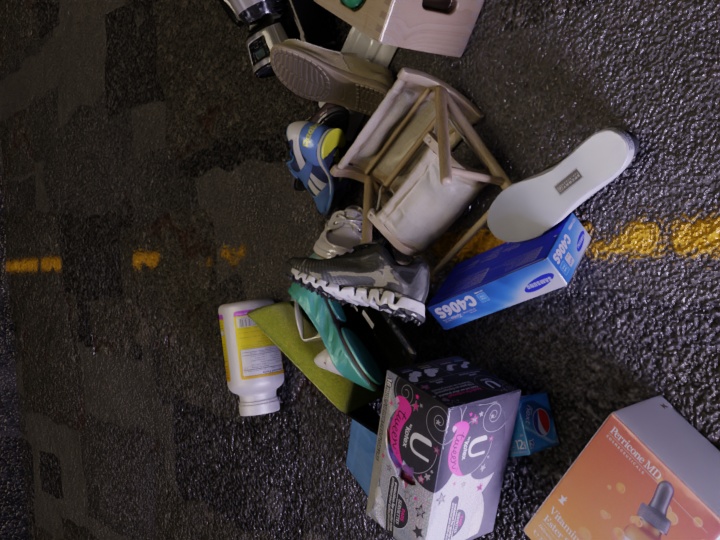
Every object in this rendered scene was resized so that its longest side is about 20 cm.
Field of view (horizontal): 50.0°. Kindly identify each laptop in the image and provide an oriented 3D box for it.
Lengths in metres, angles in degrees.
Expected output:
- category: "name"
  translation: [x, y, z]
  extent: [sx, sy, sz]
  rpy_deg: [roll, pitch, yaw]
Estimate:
- category: "laptop"
  translation: [-0.020, 0.256, 1.163]
  extent: [0.116, 0.200, 0.187]
  rpy_deg: [-51, 30, -1]
- category: "laptop"
  translation: [0.044, 0.090, 1.069]
  extent: [0.178, 0.103, 0.201]
  rpy_deg: [53, 148, 30]

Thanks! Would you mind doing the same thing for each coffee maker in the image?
- category: "coffee maker"
  translation: [-0.120, -0.426, 1.221]
  extent: [0.201, 0.191, 0.135]
  rpy_deg: [66, 161, -10]

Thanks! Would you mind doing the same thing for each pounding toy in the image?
- category: "pounding toy"
  translation: [0.050, -0.374, 0.984]
  extent: [0.184, 0.199, 0.143]
  rpy_deg: [43, 124, 37]

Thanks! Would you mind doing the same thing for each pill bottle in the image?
- category: "pill bottle"
  translation: [-0.194, 0.155, 1.395]
  extent: [0.104, 0.104, 0.202]
  rpy_deg: [-11, 86, 49]

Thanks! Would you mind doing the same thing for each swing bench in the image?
- category: "swing bench"
  translation: [0.077, -0.122, 1.033]
  extent: [0.199, 0.129, 0.201]
  rpy_deg: [-49, 45, 41]

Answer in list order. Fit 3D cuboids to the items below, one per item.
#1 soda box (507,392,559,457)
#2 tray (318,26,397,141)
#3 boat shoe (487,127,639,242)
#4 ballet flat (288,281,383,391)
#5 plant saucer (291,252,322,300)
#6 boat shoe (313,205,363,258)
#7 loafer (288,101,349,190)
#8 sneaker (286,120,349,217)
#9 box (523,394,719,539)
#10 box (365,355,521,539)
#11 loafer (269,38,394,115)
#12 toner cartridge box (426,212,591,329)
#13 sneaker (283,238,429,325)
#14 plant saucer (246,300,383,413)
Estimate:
- category: "soda box"
  translation: [0.158, 0.211, 1.022]
  extent: [0.199, 0.064, 0.068]
  rpy_deg: [-22, 78, 48]
- category: "tray"
  translation: [-0.008, -0.311, 1.195]
  extent: [0.108, 0.022, 0.201]
  rpy_deg: [53, 130, 31]
- category: "boat shoe"
  translation: [0.236, -0.100, 0.899]
  extent: [0.200, 0.066, 0.070]
  rpy_deg: [-42, 75, 38]
- category: "ballet flat"
  translation: [-0.039, 0.088, 1.026]
  extent: [0.070, 0.067, 0.201]
  rpy_deg: [-37, 63, 15]
- category: "plant saucer"
  translation: [-0.060, 0.062, 1.282]
  extent: [0.199, 0.036, 0.202]
  rpy_deg: [6, 98, 49]
- category: "boat shoe"
  translation: [-0.023, -0.058, 1.135]
  extent: [0.200, 0.070, 0.070]
  rpy_deg: [-84, 14, -74]
- category: "loafer"
  translation: [-0.077, -0.208, 1.232]
  extent: [0.063, 0.071, 0.200]
  rpy_deg: [66, 149, 23]
- category: "sneaker"
  translation: [-0.064, -0.158, 1.177]
  extent: [0.082, 0.074, 0.200]
  rpy_deg: [22, 153, 14]
- category: "box"
  translation: [0.300, 0.263, 0.832]
  extent: [0.152, 0.106, 0.201]
  rpy_deg: [48, 127, 35]
- category: "box"
  translation: [0.099, 0.224, 0.943]
  extent: [0.114, 0.132, 0.201]
  rpy_deg: [24, 112, 47]
- category: "loafer"
  translation: [-0.037, -0.289, 1.140]
  extent: [0.199, 0.068, 0.076]
  rpy_deg: [24, 141, 3]
- category: "toner cartridge box"
  translation: [0.178, 0.005, 0.951]
  extent: [0.043, 0.095, 0.200]
  rpy_deg: [49, 139, -13]
- category: "sneaker"
  translation: [0.000, 0.000, 0.962]
  extent: [0.199, 0.066, 0.091]
  rpy_deg: [15, 79, 25]
- category: "plant saucer"
  translation: [-0.041, 0.106, 1.126]
  extent: [0.200, 0.199, 0.048]
  rpy_deg: [44, 105, 16]
